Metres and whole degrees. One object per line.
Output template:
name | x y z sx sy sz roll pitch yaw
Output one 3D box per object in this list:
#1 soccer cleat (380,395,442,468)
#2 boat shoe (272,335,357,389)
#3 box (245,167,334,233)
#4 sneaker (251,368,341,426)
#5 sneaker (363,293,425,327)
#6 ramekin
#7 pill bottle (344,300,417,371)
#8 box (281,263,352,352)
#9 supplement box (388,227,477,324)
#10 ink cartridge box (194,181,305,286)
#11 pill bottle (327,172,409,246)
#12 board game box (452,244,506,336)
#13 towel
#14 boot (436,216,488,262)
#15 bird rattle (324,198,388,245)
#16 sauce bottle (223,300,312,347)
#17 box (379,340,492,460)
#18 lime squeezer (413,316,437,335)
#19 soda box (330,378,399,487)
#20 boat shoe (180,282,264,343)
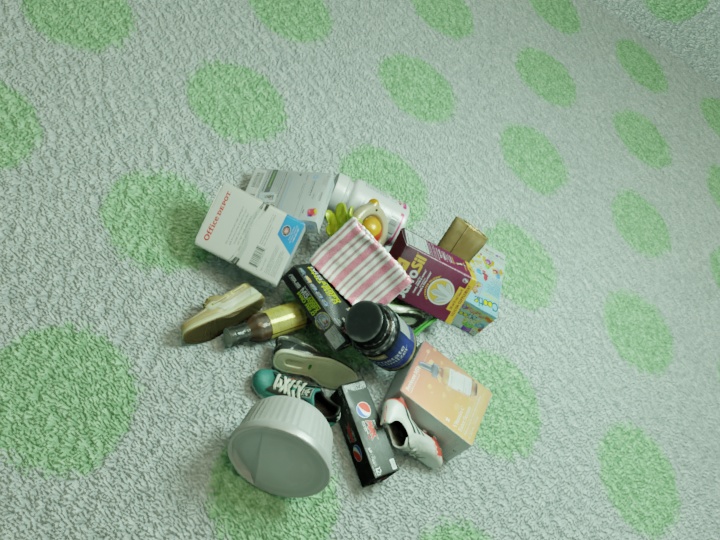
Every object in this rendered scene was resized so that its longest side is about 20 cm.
soccer cleat | 0.104 0.355 1.489 0.202 0.068 0.086 56 34 -20
boat shoe | -0.093 0.193 1.511 0.196 0.073 0.068 23 27 -21
box | -0.172 -0.164 1.645 0.195 0.042 0.158 5 52 14
sneaker | -0.125 0.250 1.445 0.197 0.080 0.072 30 50 -9
sneaker | 0.059 0.073 1.678 0.196 0.077 0.090 20 42 -25
ramekin | -0.141 0.322 1.325 0.199 0.203 0.095 29 39 -9
pill bottle | 0.041 0.134 1.487 0.200 0.110 0.114 43 29 -60
box | -0.071 0.076 1.560 0.202 0.044 0.160 54 18 10
supplement box | 0.155 0.013 1.666 0.196 0.133 0.104 25 21 -13
ink cartridge box | -0.235 -0.076 1.532 0.197 0.084 0.149 27 86 0
pill bottle | 0.013 -0.153 1.757 0.197 0.114 0.115 27 51 -12
board game box | 0.288 0.041 1.796 0.103 0.103 0.203 27 51 -11
towel | 0.000 0.000 1.573 0.200 0.146 0.030 46 14 -9
boot | 0.185 -0.049 1.734 0.173 0.202 0.066 31 18 -16
bird rattle | 0.010 -0.073 1.657 0.163 0.111 0.203 -41 121 -26
sauce bottle | -0.195 0.114 1.504 0.197 0.065 0.066 -15 68 -37
box | 0.167 0.287 1.571 0.198 0.107 0.153 37 50 -4
lime squeezer | 0.090 0.147 1.639 0.196 0.072 0.038 -2 42 -29
soda box | 0.006 0.335 1.472 0.062 0.071 0.204 -8 65 -31
boat shoe | -0.292 0.086 1.470 0.198 0.075 0.066 -25 61 -40
